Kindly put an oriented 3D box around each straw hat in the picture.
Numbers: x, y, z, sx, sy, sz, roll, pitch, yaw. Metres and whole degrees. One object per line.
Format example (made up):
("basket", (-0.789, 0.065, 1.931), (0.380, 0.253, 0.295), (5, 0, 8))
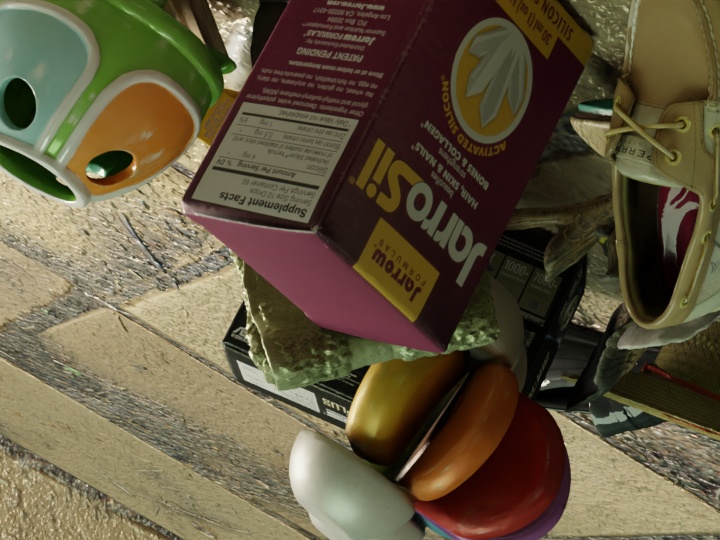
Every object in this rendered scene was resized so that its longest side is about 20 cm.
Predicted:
("straw hat", (0.232, 0.064, 1.538), (0.201, 0.085, 0.201), (20, 179, 1))

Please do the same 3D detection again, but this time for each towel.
("towel", (0.000, 0.000, 1.384), (0.200, 0.148, 0.037), (-108, 8, -60))

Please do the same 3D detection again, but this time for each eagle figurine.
("eagle figurine", (0.178, 0.010, 1.391), (0.152, 0.151, 0.200), (19, 156, 34))

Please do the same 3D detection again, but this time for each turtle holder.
("turtle holder", (-0.180, -0.121, 1.425), (0.185, 0.132, 0.141), (29, 165, 6))

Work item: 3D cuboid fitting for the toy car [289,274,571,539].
("toy car", (0.059, 0.106, 1.447), (0.150, 0.175, 0.200), (32, 170, 13))

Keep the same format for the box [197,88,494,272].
("box", (-0.006, -0.046, 1.539), (0.200, 0.042, 0.119), (37, -172, 10))

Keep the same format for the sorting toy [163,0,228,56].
("sorting toy", (-0.173, -0.210, 1.453), (0.200, 0.037, 0.185), (27, 164, 17))

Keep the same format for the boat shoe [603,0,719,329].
("boat shoe", (0.157, -0.060, 1.182), (0.074, 0.066, 0.200), (19, 127, 44))

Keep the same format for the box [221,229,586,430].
("box", (0.031, 0.032, 1.625), (0.200, 0.164, 0.086), (23, 164, 12))

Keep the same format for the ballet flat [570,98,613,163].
("ballet flat", (0.181, -0.065, 1.256), (0.070, 0.065, 0.200), (-12, -175, -29))

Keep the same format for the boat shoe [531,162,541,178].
("boat shoe", (0.032, -0.099, 1.394), (0.200, 0.068, 0.072), (11, -179, -38))

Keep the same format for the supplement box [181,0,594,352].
("supplement box", (0.018, -0.079, 1.255), (0.103, 0.200, 0.131), (12, 159, 42))

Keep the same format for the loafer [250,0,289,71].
("loafer", (-0.016, -0.099, 1.465), (0.073, 0.071, 0.200), (13, 159, 38))

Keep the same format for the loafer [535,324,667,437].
("loafer", (0.193, 0.090, 1.711), (0.200, 0.071, 0.068), (13, 159, 39))
